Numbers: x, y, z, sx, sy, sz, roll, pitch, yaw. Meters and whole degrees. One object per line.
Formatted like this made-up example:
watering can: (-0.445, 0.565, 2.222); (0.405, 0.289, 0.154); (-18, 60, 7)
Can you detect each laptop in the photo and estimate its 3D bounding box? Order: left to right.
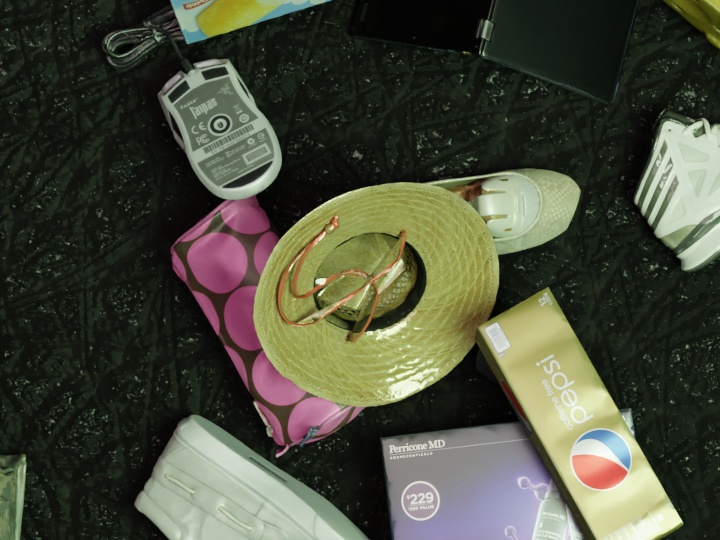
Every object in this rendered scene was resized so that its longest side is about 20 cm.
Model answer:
laptop: (0.122, -0.255, 1.387); (0.199, 0.116, 0.189); (13, 86, 31)

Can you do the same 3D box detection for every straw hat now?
straw hat: (0.000, 0.000, 1.288); (0.199, 0.085, 0.203); (-11, 120, -19)

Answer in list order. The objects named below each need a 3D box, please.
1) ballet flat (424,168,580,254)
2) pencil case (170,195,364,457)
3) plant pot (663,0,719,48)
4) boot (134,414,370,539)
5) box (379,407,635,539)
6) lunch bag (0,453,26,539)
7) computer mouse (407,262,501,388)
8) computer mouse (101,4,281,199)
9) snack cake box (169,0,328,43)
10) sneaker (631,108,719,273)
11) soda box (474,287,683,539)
ballet flat: (0.082, -0.044, 1.347); (0.198, 0.062, 0.068); (-8, 86, 1)
pencil case: (-0.075, 0.043, 1.336); (0.093, 0.091, 0.201); (-32, 83, 12)
plant pot: (0.308, -0.284, 1.294); (0.195, 0.194, 0.200); (39, 93, 0)
boot: (-0.083, 0.208, 1.337); (0.199, 0.074, 0.096); (34, 94, 12)
box: (0.120, 0.189, 1.321); (0.198, 0.079, 0.143); (-7, 81, 1)
lunch bag: (-0.357, 0.243, 1.314); (0.162, 0.118, 0.202); (4, 92, 2)
computer mouse: (0.094, 0.051, 1.354); (0.199, 0.034, 0.059); (31, 88, 4)
computer mouse: (-0.125, -0.130, 1.348); (0.109, 0.044, 0.201); (-25, 64, -5)
snack cake box: (-0.065, -0.273, 1.346); (0.198, 0.067, 0.116); (-17, 63, 0)
sneaker: (0.301, -0.104, 1.338); (0.200, 0.076, 0.116); (-41, 88, 1)
soda box: (0.161, 0.118, 1.256); (0.064, 0.068, 0.201); (-28, 80, -3)
